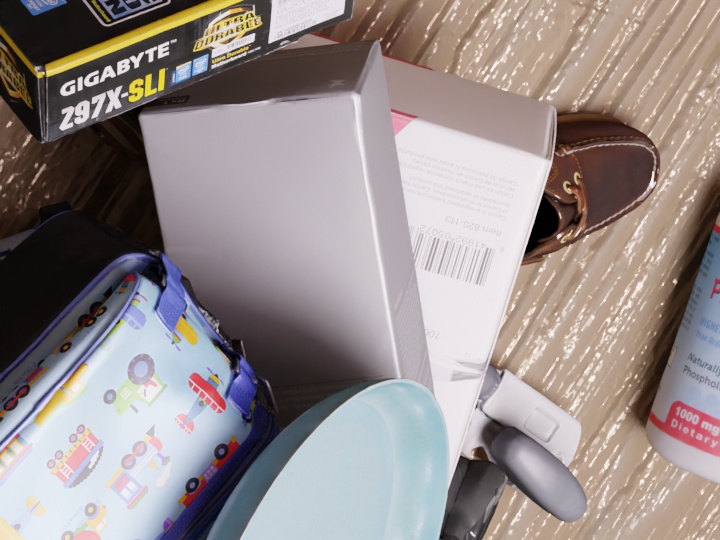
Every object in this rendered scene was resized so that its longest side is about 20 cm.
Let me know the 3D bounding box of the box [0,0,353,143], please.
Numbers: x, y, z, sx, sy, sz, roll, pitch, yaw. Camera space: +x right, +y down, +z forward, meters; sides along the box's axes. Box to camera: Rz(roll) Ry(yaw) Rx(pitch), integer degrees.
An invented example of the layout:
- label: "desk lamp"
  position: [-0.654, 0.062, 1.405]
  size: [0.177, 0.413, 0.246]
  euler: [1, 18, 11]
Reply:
- label: "box"
  position: [-0.122, -0.157, 1.286]
  size: [0.160, 0.200, 0.049]
  euler: [-25, 144, -23]

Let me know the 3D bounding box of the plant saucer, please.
- label: "plant saucer"
  position: [-0.025, 0.136, 1.265]
  size: [0.200, 0.027, 0.200]
  euler: [-43, 146, -39]

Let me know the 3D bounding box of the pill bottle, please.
- label: "pill bottle"
  position: [0.242, 0.023, 1.655]
  size: [0.109, 0.109, 0.200]
  euler: [11, 101, -36]

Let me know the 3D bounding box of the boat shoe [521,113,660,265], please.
- label: "boat shoe"
  position: [0.085, -0.033, 1.554]
  size: [0.200, 0.070, 0.070]
  euler: [-18, 116, -29]

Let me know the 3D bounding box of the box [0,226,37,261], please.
- label: "box"
  position: [-0.189, 0.102, 1.382]
  size: [0.200, 0.105, 0.184]
  euler: [-22, 130, -25]

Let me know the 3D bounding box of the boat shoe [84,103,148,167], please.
- label: "boat shoe"
  position: [-0.117, -0.099, 1.392]
  size: [0.076, 0.074, 0.200]
  euler: [-66, 149, -14]

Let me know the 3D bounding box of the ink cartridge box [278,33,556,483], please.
- label: "ink cartridge box"
  position: [0.000, 0.000, 1.443]
  size: [0.146, 0.083, 0.200]
  euler: [16, 113, 0]

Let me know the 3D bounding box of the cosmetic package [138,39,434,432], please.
- label: "cosmetic package"
  position: [-0.031, 0.000, 1.356]
  size: [0.107, 0.090, 0.200]
  euler: [-3, 110, 10]

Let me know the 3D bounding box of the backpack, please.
- label: "backpack"
  position: [-0.111, 0.101, 1.263]
  size: [0.183, 0.135, 0.200]
  euler: [-45, 122, -15]

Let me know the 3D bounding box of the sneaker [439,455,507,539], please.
- label: "sneaker"
  position: [0.015, 0.142, 1.495]
  size: [0.079, 0.200, 0.075]
  euler: [26, 110, 6]

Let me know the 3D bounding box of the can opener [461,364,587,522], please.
- label: "can opener"
  position: [0.056, 0.068, 1.580]
  size: [0.200, 0.066, 0.053]
  euler: [36, 87, -33]
